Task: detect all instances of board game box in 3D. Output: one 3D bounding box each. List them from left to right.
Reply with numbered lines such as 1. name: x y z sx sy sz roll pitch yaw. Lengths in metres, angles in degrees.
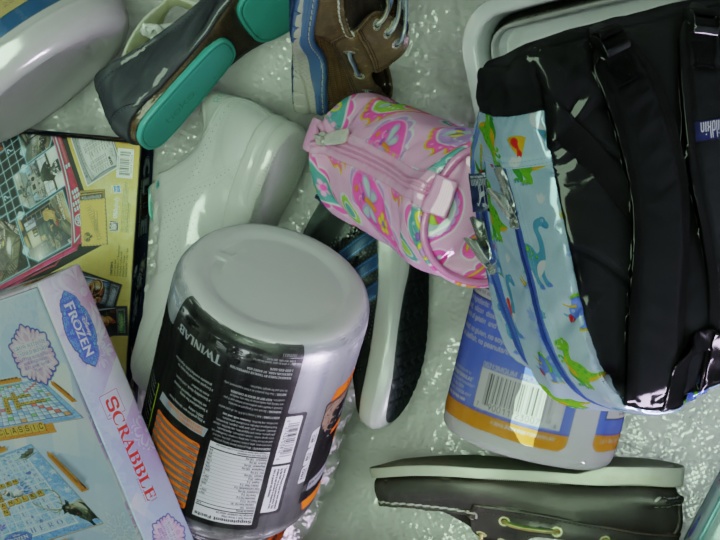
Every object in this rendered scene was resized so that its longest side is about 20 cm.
1. board game box: -0.215 0.114 1.350 0.200 0.041 0.200 -16 99 40
2. board game box: -0.211 0.008 1.418 0.135 0.035 0.201 6 97 9

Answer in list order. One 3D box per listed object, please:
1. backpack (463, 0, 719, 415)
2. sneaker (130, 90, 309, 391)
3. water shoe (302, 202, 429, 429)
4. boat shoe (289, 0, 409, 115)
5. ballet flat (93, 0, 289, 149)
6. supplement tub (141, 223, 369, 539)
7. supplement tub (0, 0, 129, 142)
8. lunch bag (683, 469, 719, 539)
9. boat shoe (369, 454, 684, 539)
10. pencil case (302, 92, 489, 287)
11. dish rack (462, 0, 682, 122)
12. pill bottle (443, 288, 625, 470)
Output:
1. backpack: 0.136 -0.024 1.115 0.154 0.163 0.201 -19 90 55
2. sneaker: -0.110 -0.020 1.391 0.088 0.075 0.200 30 99 22
3. water shoe: 0.000 0.000 1.374 0.079 0.071 0.201 3 88 19
4. boat shoe: -0.006 -0.157 1.298 0.072 0.200 0.072 1 71 0
5. ballet flat: -0.090 -0.163 1.358 0.200 0.073 0.073 -42 89 -6
6. supplement tub: -0.073 0.082 1.333 0.122 0.123 0.200 22 127 6
7. supplement tub: -0.255 -0.192 1.344 0.145 0.145 0.200 -38 85 11
8. lunch bag: 0.305 0.188 1.336 0.200 0.077 0.161 26 98 5
9. boat shoe: 0.105 0.150 1.365 0.201 0.072 0.061 1 92 6
10. pencil case: 0.033 -0.050 1.235 0.087 0.200 0.088 -6 106 -20
11. dish rack: 0.149 -0.068 1.211 0.171 0.043 0.201 -9 95 40
12. pill bottle: 0.126 0.013 1.328 0.112 0.112 0.201 14 97 7
